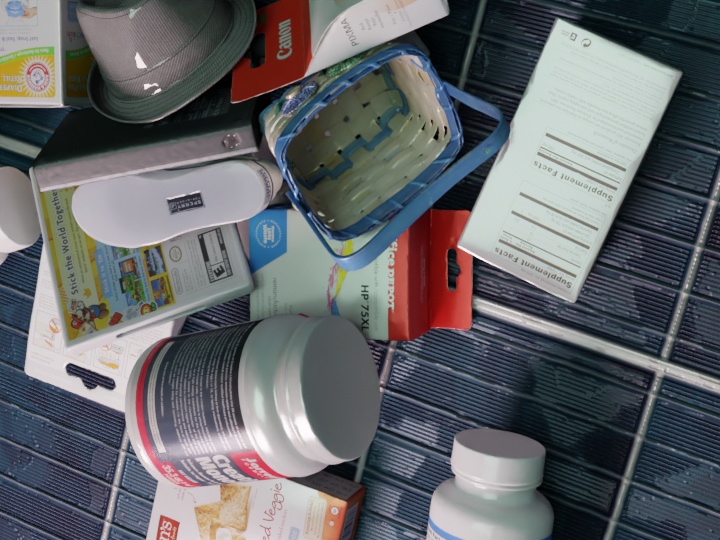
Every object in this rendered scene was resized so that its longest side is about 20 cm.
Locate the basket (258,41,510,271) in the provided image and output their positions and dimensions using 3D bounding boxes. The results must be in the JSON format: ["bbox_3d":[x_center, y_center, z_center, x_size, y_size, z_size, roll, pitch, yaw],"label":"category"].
[{"bbox_3d":[0.010,-0.100,1.000,0.176,0.139,0.200,-40,44,-6],"label":"basket"}]

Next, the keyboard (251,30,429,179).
[{"bbox_3d":[-0.026,-0.161,1.123,0.199,0.011,0.057,-38,78,20],"label":"keyboard"}]

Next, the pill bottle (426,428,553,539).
[{"bbox_3d":[0.112,0.250,1.065,0.111,0.112,0.202,10,100,19],"label":"pill bottle"}]

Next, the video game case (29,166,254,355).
[{"bbox_3d":[-0.209,-0.040,1.129,0.180,0.023,0.202,-19,66,2],"label":"video game case"}]

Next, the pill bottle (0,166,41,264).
[{"bbox_3d":[-0.431,-0.042,1.235,0.198,0.112,0.114,-13,92,22],"label":"pill bottle"}]

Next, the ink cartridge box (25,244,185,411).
[{"bbox_3d":[-0.246,0.030,1.205,0.161,0.050,0.202,17,107,17],"label":"ink cartridge box"}]

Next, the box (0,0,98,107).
[{"bbox_3d":[-0.300,-0.259,1.158,0.100,0.112,0.203,4,98,21],"label":"box"}]

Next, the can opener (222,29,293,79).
[{"bbox_3d":[-0.116,-0.210,1.124,0.198,0.066,0.053,-8,93,26],"label":"can opener"}]

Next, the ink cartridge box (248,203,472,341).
[{"bbox_3d":[0.000,0.000,1.100,0.198,0.067,0.118,2,98,20],"label":"ink cartridge box"}]

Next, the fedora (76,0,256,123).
[{"bbox_3d":[-0.190,-0.227,1.077,0.176,0.200,0.091,-34,125,2],"label":"fedora"}]

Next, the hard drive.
[{"bbox_3d":[-0.185,-0.128,1.089,0.198,0.140,0.033,-10,116,6],"label":"hard drive"}]

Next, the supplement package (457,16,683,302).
[{"bbox_3d":[0.175,-0.093,0.995,0.109,0.114,0.202,25,106,10],"label":"supplement package"}]

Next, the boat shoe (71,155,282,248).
[{"bbox_3d":[-0.164,-0.065,1.085,0.198,0.065,0.074,-2,105,19],"label":"boat shoe"}]

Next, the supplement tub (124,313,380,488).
[{"bbox_3d":[-0.097,0.116,1.065,0.198,0.140,0.142,-12,92,32],"label":"supplement tub"}]

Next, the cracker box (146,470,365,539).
[{"bbox_3d":[-0.106,0.248,1.176,0.198,0.058,0.135,17,101,19],"label":"cracker box"}]

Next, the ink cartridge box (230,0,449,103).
[{"bbox_3d":[-0.029,-0.235,1.024,0.198,0.163,0.050,-19,127,11],"label":"ink cartridge box"}]
